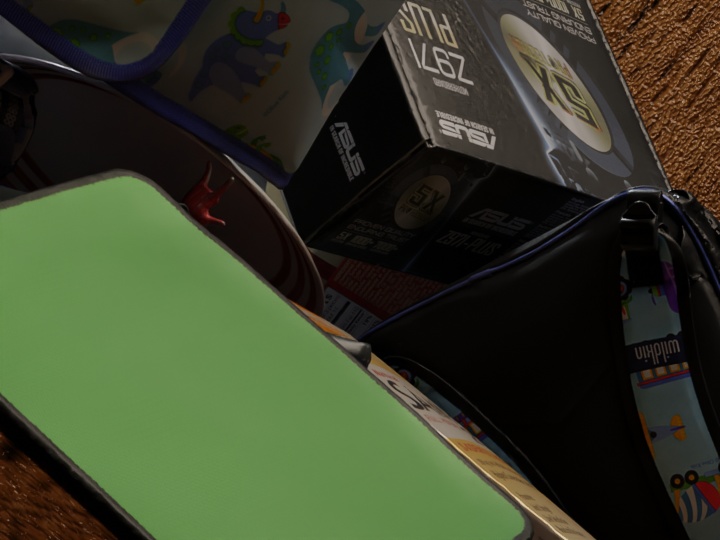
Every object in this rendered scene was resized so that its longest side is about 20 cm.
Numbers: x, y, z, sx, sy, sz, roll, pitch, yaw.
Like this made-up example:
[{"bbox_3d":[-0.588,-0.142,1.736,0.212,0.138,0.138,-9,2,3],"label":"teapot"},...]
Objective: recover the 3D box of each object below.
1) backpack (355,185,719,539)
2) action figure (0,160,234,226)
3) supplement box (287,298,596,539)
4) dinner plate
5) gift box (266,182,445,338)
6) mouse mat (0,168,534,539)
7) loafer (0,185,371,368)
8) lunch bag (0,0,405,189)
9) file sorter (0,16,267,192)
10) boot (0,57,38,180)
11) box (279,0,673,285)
[{"bbox_3d":[0.110,0.081,1.053,0.200,0.182,0.135,61,11,3],"label":"backpack"},{"bbox_3d":[-0.108,-0.026,1.008,0.200,0.099,0.065,43,4,32],"label":"action figure"},{"bbox_3d":[0.030,0.102,0.922,0.200,0.074,0.126,39,1,16],"label":"supplement box"},{"bbox_3d":[-0.099,-0.037,1.081,0.200,0.024,0.200,26,-23,12],"label":"dinner plate"},{"bbox_3d":[0.000,0.000,1.313,0.200,0.185,0.187,36,8,-35],"label":"gift box"},{"bbox_3d":[-0.048,0.041,0.759,0.200,0.008,0.161,40,28,16],"label":"mouse mat"},{"bbox_3d":[-0.088,0.002,0.868,0.200,0.070,0.068,33,2,10],"label":"loafer"},{"bbox_3d":[-0.068,-0.154,0.939,0.200,0.170,0.127,32,4,-42],"label":"lunch bag"},{"bbox_3d":[-0.148,-0.123,1.139,0.139,0.125,0.200,-11,-34,35],"label":"file sorter"},{"bbox_3d":[-0.167,-0.080,0.898,0.090,0.073,0.200,21,-4,-3],"label":"boot"},{"bbox_3d":[0.043,-0.081,1.141,0.200,0.086,0.164,15,46,-45],"label":"box"}]
